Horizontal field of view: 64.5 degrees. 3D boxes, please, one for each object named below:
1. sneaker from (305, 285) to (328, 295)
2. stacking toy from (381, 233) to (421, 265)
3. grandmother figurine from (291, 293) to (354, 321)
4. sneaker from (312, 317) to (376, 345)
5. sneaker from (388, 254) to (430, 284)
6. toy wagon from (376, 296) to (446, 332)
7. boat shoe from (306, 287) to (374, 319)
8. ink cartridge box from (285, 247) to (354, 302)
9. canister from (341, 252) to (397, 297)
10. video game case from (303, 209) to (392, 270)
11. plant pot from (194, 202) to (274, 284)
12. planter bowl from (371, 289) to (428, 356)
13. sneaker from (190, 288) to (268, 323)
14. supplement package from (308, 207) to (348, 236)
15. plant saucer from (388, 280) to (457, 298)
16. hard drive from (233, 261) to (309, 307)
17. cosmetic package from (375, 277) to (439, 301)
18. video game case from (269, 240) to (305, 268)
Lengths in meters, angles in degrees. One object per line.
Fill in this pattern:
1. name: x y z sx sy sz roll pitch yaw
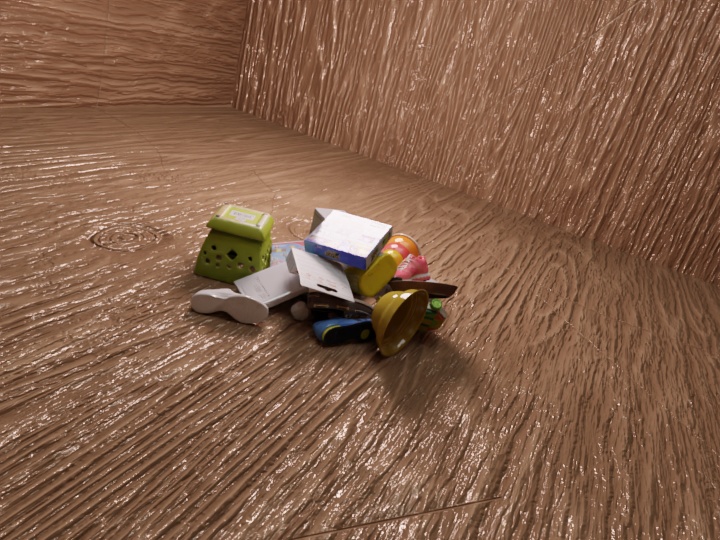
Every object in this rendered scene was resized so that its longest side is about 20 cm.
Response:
1. sneaker: -0.186 0.028 1.695 0.198 0.071 0.073 7 24 -20
2. stacking toy: 0.101 -0.028 1.857 0.145 0.147 0.200 24 27 19
3. grandmother figurine: -0.100 0.107 1.592 0.198 0.061 0.122 -3 43 -34
4. sneaker: -0.034 0.150 1.523 0.198 0.067 0.078 -1 24 -35
5. sneaker: 0.139 -0.004 1.737 0.073 0.088 0.199 -2 4 39
6. toy wagon: 0.138 0.119 1.613 0.198 0.156 0.040 13 57 -5
7. boat shoe: -0.054 0.100 1.547 0.198 0.060 0.072 19 -19 -27
8. ink cartridge box: -0.111 0.024 1.534 0.159 0.048 0.201 19 25 -24
9. canister: 0.000 0.000 1.690 0.149 0.087 0.199 -45 29 -18
10. video game case: -0.033 -0.091 1.646 0.198 0.046 0.181 17 40 21
11. plant pot: -0.362 -0.083 1.696 0.198 0.183 0.199 13 23 -3
12. planter bowl: 0.087 0.117 1.492 0.083 0.202 0.200 33 28 28
13. sneaker: -0.332 0.079 1.483 0.198 0.076 0.089 13 18 -2
14. supplement package: -0.099 -0.086 1.849 0.116 0.202 0.117 3 25 -29
15. plant saucer: 0.179 0.057 1.633 0.198 0.035 0.200 3 -7 0
16. hard drive: -0.235 0.039 1.584 0.198 0.027 0.132 -23 45 -21
17. cosmetic package: 0.155 0.067 1.825 0.112 0.082 0.199 33 27 35
18. video game case: -0.196 -0.018 1.682 0.141 0.018 0.201 -5 41 0
